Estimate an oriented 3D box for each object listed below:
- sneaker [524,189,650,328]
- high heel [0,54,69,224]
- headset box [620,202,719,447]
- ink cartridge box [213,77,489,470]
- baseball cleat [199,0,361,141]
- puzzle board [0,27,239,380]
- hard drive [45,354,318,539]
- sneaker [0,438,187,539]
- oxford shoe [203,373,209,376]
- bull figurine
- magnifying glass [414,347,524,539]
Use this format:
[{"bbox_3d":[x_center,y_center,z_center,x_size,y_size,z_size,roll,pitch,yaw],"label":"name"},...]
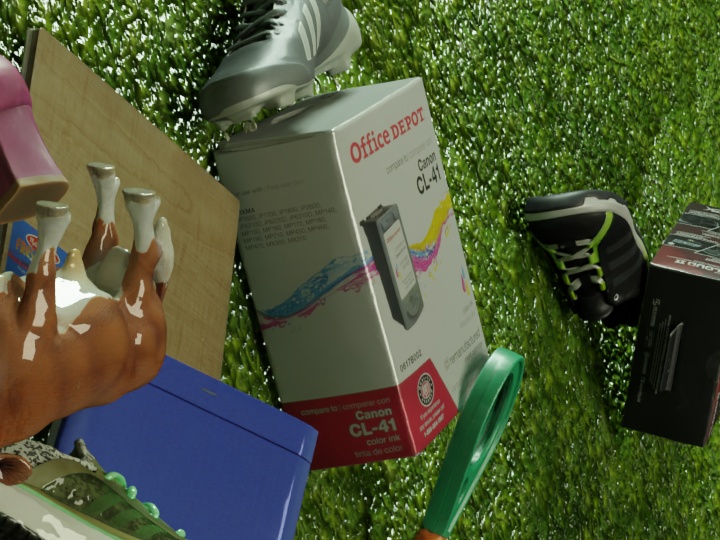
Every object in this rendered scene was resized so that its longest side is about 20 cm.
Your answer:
[{"bbox_3d":[0.189,-0.003,1.677,0.200,0.071,0.083,32,55,-58],"label":"sneaker"},{"bbox_3d":[-0.212,-0.065,0.906,0.200,0.067,0.096,-12,64,-52],"label":"high heel"},{"bbox_3d":[0.281,0.046,1.779,0.200,0.077,0.150,-43,143,-63],"label":"headset box"},{"bbox_3d":[0.000,0.000,1.272,0.148,0.085,0.201,-38,117,-61],"label":"ink cartridge box"},{"bbox_3d":[-0.058,-0.144,1.236,0.200,0.069,0.107,-48,118,-70],"label":"baseball cleat"},{"bbox_3d":[-0.125,-0.012,1.097,0.200,0.017,0.152,42,47,-52],"label":"puzzle board"},{"bbox_3d":[-0.099,0.140,1.005,0.132,0.025,0.201,27,56,-22],"label":"hard drive"},{"bbox_3d":[-0.114,0.114,0.951,0.199,0.077,0.089,29,38,-25],"label":"sneaker"},{"bbox_3d":[-0.083,0.153,1.083,0.071,0.073,0.201,-5,78,-23],"label":"oxford shoe"},{"bbox_3d":[-0.140,0.024,0.909,0.200,0.065,0.122,-24,126,-68],"label":"bull figurine"},{"bbox_3d":[0.053,0.142,1.306,0.080,0.022,0.201,42,70,-75],"label":"magnifying glass"}]
